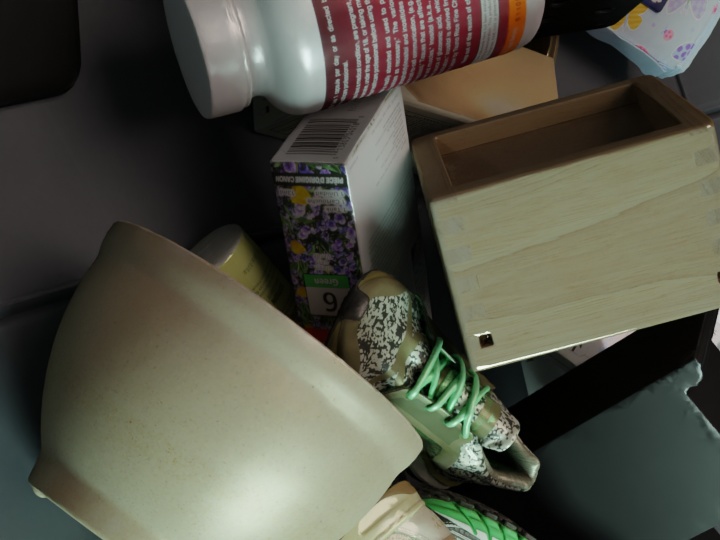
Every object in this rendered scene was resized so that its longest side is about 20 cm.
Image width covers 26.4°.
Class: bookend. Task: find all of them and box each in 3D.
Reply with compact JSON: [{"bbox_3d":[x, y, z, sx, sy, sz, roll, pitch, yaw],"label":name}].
[{"bbox_3d":[0.194,0.149,0.958,0.199,0.200,0.092,48,33,-9],"label":"bookend"}]

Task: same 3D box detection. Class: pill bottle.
[{"bbox_3d":[-0.005,-0.155,0.867,0.198,0.113,0.114,-19,89,-14],"label":"pill bottle"}]

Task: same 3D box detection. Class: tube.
[{"bbox_3d":[-0.032,0.058,0.940,0.058,0.052,0.200,-40,116,-4],"label":"tube"}]

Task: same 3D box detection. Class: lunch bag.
[{"bbox_3d":[0.224,-0.277,1.259,0.169,0.127,0.202,27,65,-34],"label":"lunch bag"}]

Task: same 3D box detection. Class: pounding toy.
[{"bbox_3d":[0.137,-0.023,0.906,0.200,0.182,0.143,-97,172,-74],"label":"pounding toy"}]

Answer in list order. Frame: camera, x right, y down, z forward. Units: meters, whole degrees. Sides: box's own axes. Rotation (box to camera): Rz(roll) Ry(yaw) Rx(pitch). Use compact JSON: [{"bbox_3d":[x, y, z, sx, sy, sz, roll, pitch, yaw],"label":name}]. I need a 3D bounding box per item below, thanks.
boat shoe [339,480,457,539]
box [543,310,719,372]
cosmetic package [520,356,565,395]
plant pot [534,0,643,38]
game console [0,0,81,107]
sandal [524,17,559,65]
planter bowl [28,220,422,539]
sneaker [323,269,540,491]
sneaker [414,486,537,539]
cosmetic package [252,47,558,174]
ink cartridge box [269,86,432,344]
[{"bbox_3d":[-0.028,0.202,0.820,0.200,0.072,0.065,-41,80,-14],"label":"boat shoe"},{"bbox_3d":[0.186,0.007,1.026,0.199,0.041,0.157,34,78,-11],"label":"box"},{"bbox_3d":[0.222,0.066,1.148,0.199,0.107,0.086,-10,87,-45],"label":"cosmetic package"},{"bbox_3d":[0.114,-0.257,1.043,0.198,0.199,0.179,-10,87,-7],"label":"plant pot"},{"bbox_3d":[-0.257,-0.179,0.815,0.176,0.117,0.199,47,39,19],"label":"game console"},{"bbox_3d":[0.118,-0.115,1.134,0.054,0.080,0.202,25,60,-55],"label":"sandal"},{"bbox_3d":[-0.085,0.089,0.788,0.200,0.200,0.135,42,76,-27],"label":"planter bowl"},{"bbox_3d":[0.050,0.067,0.863,0.077,0.088,0.200,-62,142,-18],"label":"sneaker"},{"bbox_3d":[0.089,0.204,0.902,0.200,0.078,0.085,44,80,-8],"label":"sneaker"},{"bbox_3d":[0.033,-0.119,1.025,0.199,0.105,0.072,11,69,-44],"label":"cosmetic package"},{"bbox_3d":[0.000,0.000,0.918,0.109,0.050,0.202,-60,147,-54],"label":"ink cartridge box"}]
